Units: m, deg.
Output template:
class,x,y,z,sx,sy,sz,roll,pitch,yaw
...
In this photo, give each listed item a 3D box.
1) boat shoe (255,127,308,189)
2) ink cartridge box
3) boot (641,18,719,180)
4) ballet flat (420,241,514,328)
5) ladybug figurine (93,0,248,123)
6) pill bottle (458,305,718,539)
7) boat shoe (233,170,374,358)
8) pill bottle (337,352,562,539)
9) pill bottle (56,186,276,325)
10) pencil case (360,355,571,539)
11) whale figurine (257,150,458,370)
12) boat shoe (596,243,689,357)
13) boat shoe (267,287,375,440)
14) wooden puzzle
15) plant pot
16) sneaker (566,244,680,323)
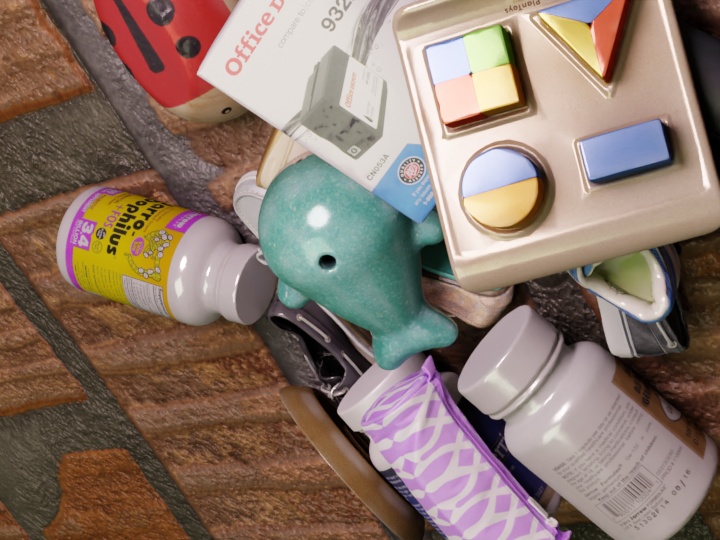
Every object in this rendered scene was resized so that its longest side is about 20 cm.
class,x,y,z,sx,sy,sz,roll,pitch,yaw
boat shoe,-0.022,-0.138,1.139,0.069,0.074,0.200,21,132,-9
ink cartridge box,0.005,-0.154,1.024,0.199,0.084,0.145,33,115,-9
boot,0.248,-0.068,0.985,0.167,0.076,0.201,21,129,15
ballet flat,0.035,-0.003,1.211,0.199,0.068,0.067,27,140,16
ladybug figurine,-0.160,-0.204,1.173,0.135,0.072,0.201,-14,116,43
pill bottle,0.183,0.125,1.154,0.200,0.115,0.114,39,139,-8
boat shoe,-0.038,-0.008,1.261,0.202,0.065,0.074,45,139,-5
pill bottle,0.080,0.166,1.288,0.200,0.116,0.116,45,139,-7
pill bottle,-0.181,-0.010,1.335,0.199,0.104,0.105,15,133,25
pencil case,0.087,0.174,1.187,0.085,0.084,0.200,-35,99,33
whale figurine,0.000,0.000,1.124,0.158,0.104,0.201,-24,111,19
boat shoe,0.207,-0.018,1.066,0.067,0.072,0.201,-2,121,30
boat shoe,-0.028,0.095,1.345,0.072,0.063,0.201,-10,120,38
wooden puzzle,0.126,-0.101,0.927,0.184,0.046,0.201,-15,90,15
plant pot,-0.002,0.179,1.349,0.200,0.027,0.200,48,-179,-1
sneaker,0.155,-0.043,0.984,0.200,0.077,0.076,41,110,-11
